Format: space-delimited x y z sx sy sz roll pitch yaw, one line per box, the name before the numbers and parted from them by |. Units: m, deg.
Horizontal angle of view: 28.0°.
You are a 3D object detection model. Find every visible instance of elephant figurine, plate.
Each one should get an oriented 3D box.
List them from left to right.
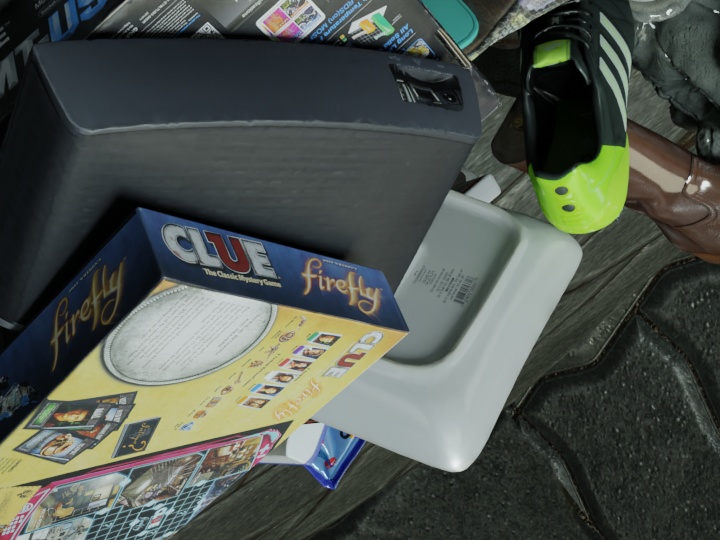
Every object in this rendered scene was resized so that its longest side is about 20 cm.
plate | 0.000 0.000 0.761 0.200 0.200 0.032 -54 158 -47
elephant figurine | 0.174 -0.166 0.924 0.155 0.200 0.142 -64 178 -53

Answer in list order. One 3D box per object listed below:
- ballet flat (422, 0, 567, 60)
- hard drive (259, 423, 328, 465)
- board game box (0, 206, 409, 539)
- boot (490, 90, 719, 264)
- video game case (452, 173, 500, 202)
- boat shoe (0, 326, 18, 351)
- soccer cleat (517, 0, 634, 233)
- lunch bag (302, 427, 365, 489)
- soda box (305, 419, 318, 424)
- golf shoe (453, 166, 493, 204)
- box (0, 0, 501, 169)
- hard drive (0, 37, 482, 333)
ballet flat | 0.052 -0.134 0.763 0.200 0.072 0.072 -34 168 -19
hard drive | -0.055 0.077 1.056 0.200 0.025 0.132 -17 -129 68
board game box | -0.094 0.061 0.593 0.200 0.035 0.135 -42 145 27
boot | 0.197 -0.062 0.873 0.186 0.200 0.064 -15 -126 57
video game case | -0.014 -0.004 0.977 0.143 0.017 0.200 -40 -166 -37
boat shoe | -0.159 0.067 0.671 0.056 0.200 0.069 -10 -154 7
soccer cleat | 0.118 -0.118 0.808 0.067 0.200 0.081 -10 152 19
lunch bag | -0.001 0.053 1.197 0.200 0.094 0.151 -50 -164 14
soda box | -0.039 0.065 0.906 0.200 0.064 0.071 -1 171 -31
golf shoe | 0.037 0.015 1.054 0.078 0.094 0.201 11 100 -34
box | -0.061 -0.063 0.608 0.200 0.050 0.198 -40 146 9
hard drive | -0.049 -0.028 0.582 0.200 0.042 0.135 -3 135 -36
